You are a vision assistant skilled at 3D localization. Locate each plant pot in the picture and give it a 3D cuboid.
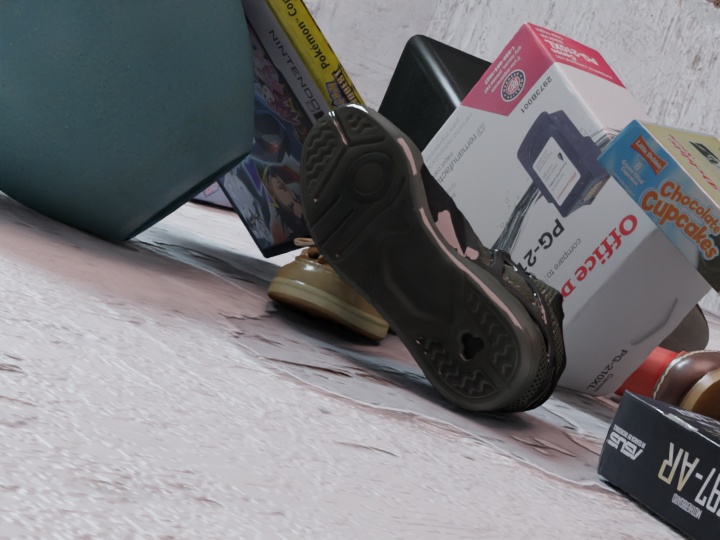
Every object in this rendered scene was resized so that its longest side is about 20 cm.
[{"bbox_3d":[-0.138,-0.098,0.940,0.135,0.200,0.200,55,5,-3],"label":"plant pot"},{"bbox_3d":[0.110,-0.060,1.401,0.199,0.200,0.178,19,16,-16],"label":"plant pot"}]

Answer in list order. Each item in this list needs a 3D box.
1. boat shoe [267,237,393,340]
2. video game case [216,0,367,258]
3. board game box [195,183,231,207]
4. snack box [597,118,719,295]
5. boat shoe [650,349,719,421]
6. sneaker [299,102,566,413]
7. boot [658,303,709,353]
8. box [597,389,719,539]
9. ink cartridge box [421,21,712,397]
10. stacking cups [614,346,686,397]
[{"bbox_3d":[0.000,0.000,0.980,0.073,0.063,0.200,22,6,13],"label":"boat shoe"},{"bbox_3d":[-0.061,-0.100,1.055,0.181,0.025,0.200,58,-28,-10],"label":"video game case"},{"bbox_3d":[-0.167,-0.102,1.494,0.199,0.041,0.199,23,6,30],"label":"board game box"},{"bbox_3d":[0.232,-0.003,0.930,0.116,0.037,0.200,2,44,-55],"label":"snack box"},{"bbox_3d":[0.204,0.083,0.883,0.070,0.071,0.200,41,8,40],"label":"boat shoe"},{"bbox_3d":[0.042,-0.001,0.885,0.200,0.076,0.114,52,12,26],"label":"sneaker"},{"bbox_3d":[0.201,0.042,1.201,0.200,0.068,0.131,38,23,-32],"label":"boot"},{"bbox_3d":[0.231,0.121,0.745,0.199,0.044,0.160,18,6,-26],"label":"box"},{"bbox_3d":[0.134,-0.040,1.071,0.084,0.145,0.201,14,35,-40],"label":"ink cartridge box"},{"bbox_3d":[0.262,0.091,1.070,0.199,0.061,0.060,23,6,28],"label":"stacking cups"}]
